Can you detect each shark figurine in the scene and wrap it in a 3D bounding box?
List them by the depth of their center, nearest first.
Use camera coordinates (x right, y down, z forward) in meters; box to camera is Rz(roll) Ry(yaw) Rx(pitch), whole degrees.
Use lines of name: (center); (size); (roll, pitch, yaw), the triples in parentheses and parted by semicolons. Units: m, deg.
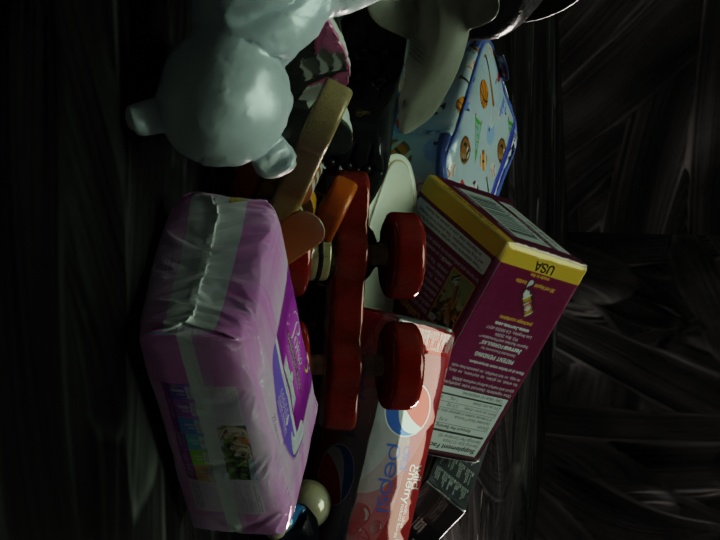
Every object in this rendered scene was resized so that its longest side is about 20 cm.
shark figurine: (0.057, -0.212, 1.366); (0.128, 0.089, 0.215); (-42, 132, -24)

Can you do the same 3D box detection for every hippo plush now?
hippo plush: (-0.047, -0.135, 1.088); (0.200, 0.159, 0.161); (-132, -127, -78)

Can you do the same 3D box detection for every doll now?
doll: (-0.051, 0.242, 1.421); (0.137, 0.048, 0.200); (79, 11, -45)

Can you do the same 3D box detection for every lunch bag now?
lunch bag: (0.087, -0.109, 1.704); (0.160, 0.076, 0.200); (69, 33, -41)

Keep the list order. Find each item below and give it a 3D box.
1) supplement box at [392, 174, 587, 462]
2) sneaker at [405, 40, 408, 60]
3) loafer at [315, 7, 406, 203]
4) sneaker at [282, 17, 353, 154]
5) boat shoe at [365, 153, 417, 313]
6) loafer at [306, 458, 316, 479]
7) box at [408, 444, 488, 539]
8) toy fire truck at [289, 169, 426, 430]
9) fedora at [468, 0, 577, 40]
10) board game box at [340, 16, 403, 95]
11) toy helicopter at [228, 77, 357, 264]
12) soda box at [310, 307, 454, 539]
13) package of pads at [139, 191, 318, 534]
supplement box: (0.079, 0.041, 1.590); (0.103, 0.131, 0.200); (16, 110, -40)
sneaker: (0.036, -0.234, 1.545); (0.080, 0.074, 0.200); (-45, 153, -27)
loafer: (-0.006, -0.123, 1.485); (0.070, 0.068, 0.201); (-96, -162, -58)
sneaker: (-0.047, -0.159, 1.350); (0.200, 0.080, 0.086); (91, -4, -69)
boat shoe: (0.000, 0.000, 1.563); (0.075, 0.062, 0.200); (2, 97, -47)
loafer: (0.005, 0.178, 1.640); (0.200, 0.071, 0.073); (-55, 146, -71)
box: (0.040, 0.212, 1.669); (0.161, 0.049, 0.200); (-51, -178, 20)
toy fire truck: (-0.023, 0.023, 1.435); (0.168, 0.112, 0.200); (-166, -103, -77)
fedora: (0.104, -0.258, 1.617); (0.201, 0.200, 0.092); (78, 32, -51)
board game box: (-0.002, -0.191, 1.612); (0.200, 0.047, 0.151); (-76, 163, -48)
toy helicopter: (-0.046, -0.052, 1.211); (0.132, 0.079, 0.200); (-64, -179, -31)
soda box: (0.012, 0.134, 1.506); (0.063, 0.070, 0.200); (14, 90, -35)
package of pads: (-0.080, 0.060, 1.169); (0.200, 0.076, 0.121); (80, 17, -46)
